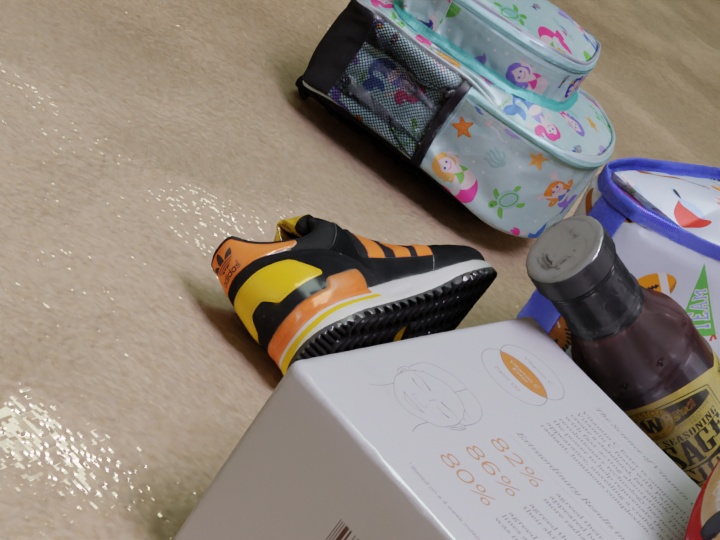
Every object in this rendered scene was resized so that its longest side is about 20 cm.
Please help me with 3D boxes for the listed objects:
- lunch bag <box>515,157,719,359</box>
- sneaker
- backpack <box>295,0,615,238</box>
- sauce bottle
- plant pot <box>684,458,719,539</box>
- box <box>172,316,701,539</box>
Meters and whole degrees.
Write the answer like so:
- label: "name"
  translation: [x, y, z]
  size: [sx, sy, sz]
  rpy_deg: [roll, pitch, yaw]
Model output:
- label: "lunch bag"
  translation: [0.149, 0.034, 0.916]
  size: [0.124, 0.171, 0.199]
  rpy_deg: [44, 23, 31]
- label: "sneaker"
  translation: [0.000, 0.000, 0.896]
  size: [0.090, 0.070, 0.199]
  rpy_deg: [46, 27, 16]
- label: "backpack"
  translation: [0.082, -0.121, 1.157]
  size: [0.200, 0.151, 0.177]
  rpy_deg: [43, 22, 5]
- label: "sauce bottle"
  translation: [0.142, 0.055, 0.812]
  size: [0.200, 0.066, 0.066]
  rpy_deg: [49, 13, -33]
- label: "plant pot"
  translation: [0.234, 0.126, 0.631]
  size: [0.183, 0.200, 0.201]
  rpy_deg: [51, 21, -10]
- label: "box"
  translation: [0.048, 0.116, 0.699]
  size: [0.152, 0.107, 0.199]
  rpy_deg: [45, 25, 22]
